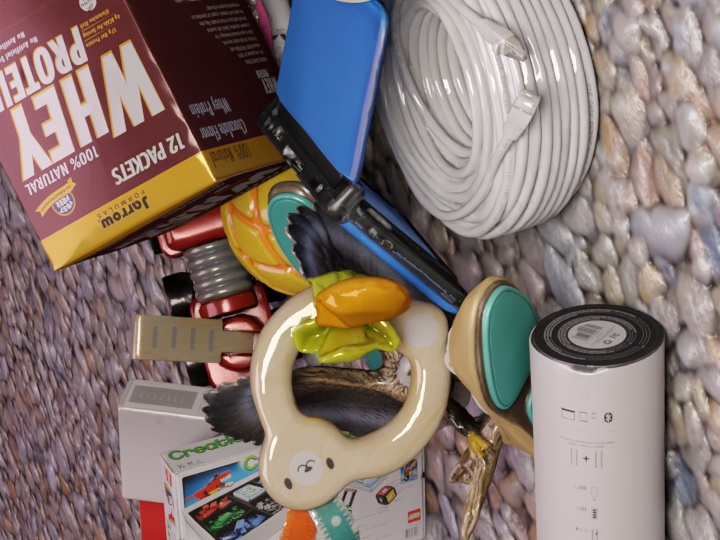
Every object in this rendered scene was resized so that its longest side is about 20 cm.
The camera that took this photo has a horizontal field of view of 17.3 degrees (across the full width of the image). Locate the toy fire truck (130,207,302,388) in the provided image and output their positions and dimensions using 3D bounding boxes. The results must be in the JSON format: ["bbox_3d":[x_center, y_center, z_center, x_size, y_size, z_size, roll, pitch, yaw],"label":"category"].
[{"bbox_3d":[-0.124,0.010,1.841,0.200,0.128,0.176,158,97,-86],"label":"toy fire truck"}]

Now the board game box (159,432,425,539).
[{"bbox_3d":[-0.047,0.168,1.749,0.035,0.200,0.126,-134,36,-52],"label":"board game box"}]

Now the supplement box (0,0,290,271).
[{"bbox_3d":[-0.156,-0.129,1.576,0.200,0.133,0.197,63,-159,1],"label":"supplement box"}]

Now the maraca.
[{"bbox_3d":[-0.047,-0.033,1.741,0.137,0.107,0.200,50,161,13],"label":"maraca"}]

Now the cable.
[{"bbox_3d":[0.070,-0.120,1.460,0.200,0.069,0.200,59,155,32],"label":"cable"}]

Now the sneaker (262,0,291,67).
[{"bbox_3d":[-0.084,-0.127,1.793,0.200,0.075,0.115,109,145,-48],"label":"sneaker"}]

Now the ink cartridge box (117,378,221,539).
[{"bbox_3d":[-0.088,0.176,1.874,0.045,0.200,0.176,-73,-14,-54],"label":"ink cartridge box"}]

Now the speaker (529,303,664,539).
[{"bbox_3d":[0.145,0.127,1.433,0.081,0.081,0.200,39,139,54],"label":"speaker"}]

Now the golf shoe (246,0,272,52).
[{"bbox_3d":[-0.109,-0.195,1.710,0.092,0.075,0.200,-147,45,-84],"label":"golf shoe"}]

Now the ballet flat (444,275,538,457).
[{"bbox_3d":[0.084,0.063,1.448,0.063,0.069,0.200,16,155,31],"label":"ballet flat"}]

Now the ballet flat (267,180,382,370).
[{"bbox_3d":[0.000,0.000,1.633,0.068,0.068,0.200,-6,129,36],"label":"ballet flat"}]

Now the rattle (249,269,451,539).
[{"bbox_3d":[-0.010,0.104,1.424,0.200,0.130,0.143,-67,22,-2],"label":"rattle"}]

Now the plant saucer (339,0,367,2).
[{"bbox_3d":[0.001,-0.257,1.371,0.200,0.031,0.200,18,113,51],"label":"plant saucer"}]

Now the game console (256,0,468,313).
[{"bbox_3d":[0.014,-0.091,1.477,0.171,0.118,0.200,39,-173,-24],"label":"game console"}]

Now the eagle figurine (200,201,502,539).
[{"bbox_3d":[0.013,0.059,1.552,0.151,0.200,0.152,116,175,-46],"label":"eagle figurine"}]
